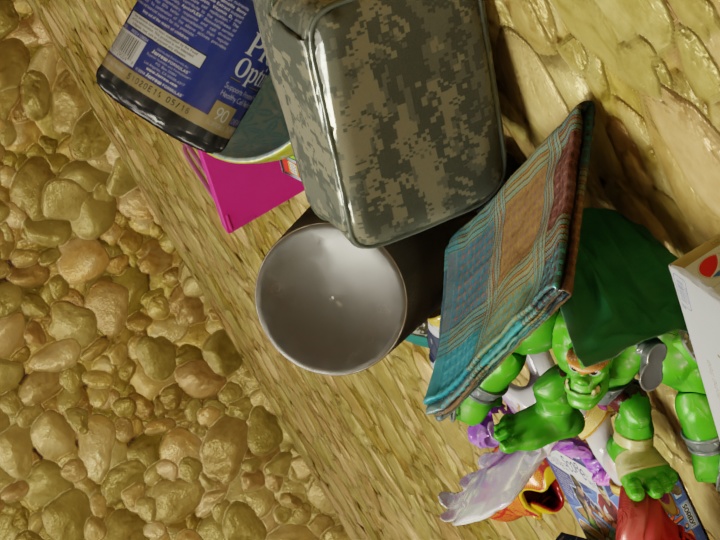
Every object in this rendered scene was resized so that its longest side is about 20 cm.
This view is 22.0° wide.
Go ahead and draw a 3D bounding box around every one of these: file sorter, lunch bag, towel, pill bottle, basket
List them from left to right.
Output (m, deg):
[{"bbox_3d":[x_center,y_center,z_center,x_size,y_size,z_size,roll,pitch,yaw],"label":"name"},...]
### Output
[{"bbox_3d":[-0.101,-0.196,1.362,0.112,0.200,0.112,31,-174,-4],"label":"pill bottle"},{"bbox_3d":[-0.112,-0.163,1.749,0.125,0.139,0.200,54,168,29],"label":"file sorter"},{"bbox_3d":[0.000,-0.141,1.274,0.168,0.139,0.200,40,149,53],"label":"lunch bag"},{"bbox_3d":[0.000,0.000,1.395,0.136,0.180,0.200,47,-161,0],"label":"basket"},{"bbox_3d":[0.093,-0.004,1.194,0.200,0.022,0.147,128,156,-56],"label":"towel"}]

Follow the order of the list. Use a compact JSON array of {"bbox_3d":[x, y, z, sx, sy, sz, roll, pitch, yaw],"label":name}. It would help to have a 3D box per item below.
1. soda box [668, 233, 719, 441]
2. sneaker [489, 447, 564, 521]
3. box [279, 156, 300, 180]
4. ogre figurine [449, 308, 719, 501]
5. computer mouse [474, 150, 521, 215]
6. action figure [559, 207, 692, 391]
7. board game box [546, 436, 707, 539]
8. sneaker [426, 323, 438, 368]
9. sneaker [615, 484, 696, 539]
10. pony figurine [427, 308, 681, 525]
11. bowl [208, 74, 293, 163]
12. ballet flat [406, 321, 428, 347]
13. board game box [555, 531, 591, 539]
[{"bbox_3d":[0.235,0.065,1.029,0.064,0.068,0.200,45,162,51],"label":"soda box"},{"bbox_3d":[0.155,0.212,1.761,0.077,0.073,0.200,45,168,16],"label":"sneaker"},{"bbox_3d":[-0.030,-0.132,1.636,0.110,0.035,0.200,26,156,21],"label":"box"},{"bbox_3d":[0.156,0.073,1.231,0.200,0.098,0.120,26,130,34],"label":"ogre figurine"},{"bbox_3d":[0.090,-0.095,1.350,0.200,0.034,0.059,65,155,3],"label":"computer mouse"},{"bbox_3d":[0.158,0.005,1.151,0.200,0.118,0.055,-121,22,-59],"label":"action figure"},{"bbox_3d":[0.223,0.202,1.520,0.135,0.034,0.200,62,167,-19],"label":"board game box"},{"bbox_3d":[0.074,0.015,1.580,0.109,0.070,0.200,51,160,13],"label":"sneaker"},{"bbox_3d":[0.242,0.205,1.292,0.200,0.115,0.078,62,-147,-60],"label":"sneaker"},{"bbox_3d":[0.136,0.101,1.368,0.200,0.167,0.193,58,150,-11],"label":"pony figurine"},{"bbox_3d":[-0.054,-0.181,1.475,0.108,0.200,0.200,3,-139,-49],"label":"bowl"},{"bbox_3d":[0.060,0.036,1.701,0.072,0.072,0.200,55,-171,16],"label":"ballet flat"},{"bbox_3d":[0.223,0.279,1.563,0.135,0.035,0.200,40,175,4],"label":"board game box"}]
